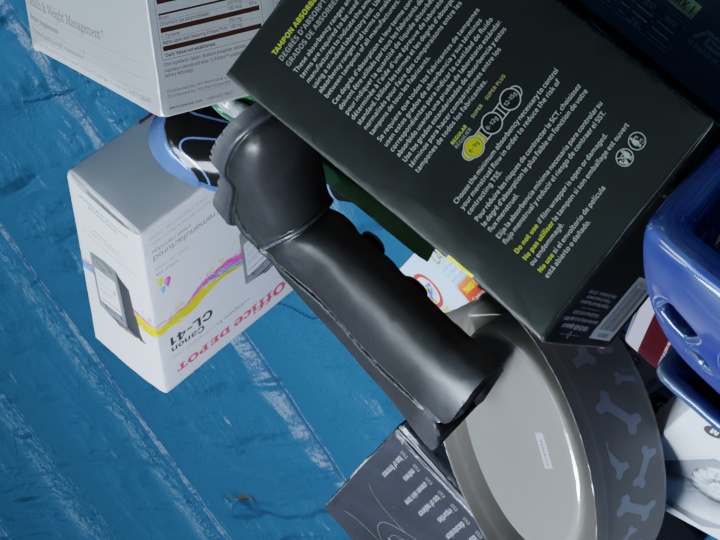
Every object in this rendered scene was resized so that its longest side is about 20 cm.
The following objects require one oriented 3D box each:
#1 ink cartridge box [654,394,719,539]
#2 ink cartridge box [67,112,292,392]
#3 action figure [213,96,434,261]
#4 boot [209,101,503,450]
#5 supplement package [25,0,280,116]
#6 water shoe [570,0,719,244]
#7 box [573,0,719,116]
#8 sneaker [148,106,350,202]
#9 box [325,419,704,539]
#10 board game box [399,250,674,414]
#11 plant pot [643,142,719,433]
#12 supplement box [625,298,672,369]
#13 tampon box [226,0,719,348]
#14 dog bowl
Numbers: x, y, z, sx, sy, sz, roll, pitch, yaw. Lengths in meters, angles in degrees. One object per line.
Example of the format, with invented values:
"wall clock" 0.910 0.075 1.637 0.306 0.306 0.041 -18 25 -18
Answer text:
"ink cartridge box" 0.253 0.143 1.382 0.199 0.041 0.200 28 154 0
"ink cartridge box" -0.126 -0.028 1.720 0.086 0.148 0.200 38 154 27
"action figure" -0.025 -0.101 1.434 0.200 0.118 0.055 27 -169 14
"boot" 0.000 0.000 1.349 0.200 0.066 0.165 50 168 11
"supplement package" -0.102 -0.217 1.332 0.191 0.147 0.201 28 130 56
"water shoe" 0.123 -0.084 1.230 0.200 0.071 0.079 43 112 9
"box" 0.116 -0.152 1.138 0.200 0.051 0.158 39 -170 0
"sneaker" -0.031 -0.079 1.491 0.199 0.070 0.078 9 166 -14
"box" 0.103 0.177 1.648 0.197 0.124 0.200 49 155 6
"board game box" 0.129 0.032 1.486 0.196 0.056 0.200 49 155 3
"plant pot" 0.259 0.018 1.098 0.200 0.200 0.180 40 159 20
"supplement box" 0.253 0.059 1.256 0.200 0.109 0.061 43 155 17
"tampon box" 0.066 -0.074 1.122 0.200 0.126 0.150 40 -171 16
"dog bowl" 0.112 0.096 1.401 0.200 0.059 0.201 51 151 43
